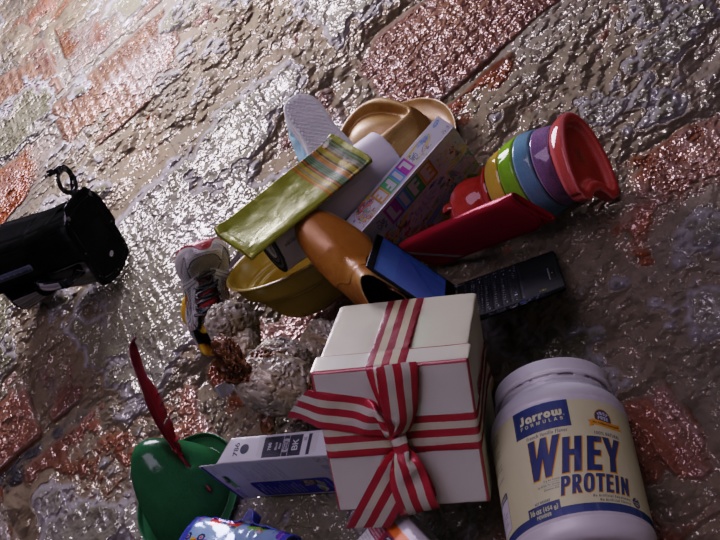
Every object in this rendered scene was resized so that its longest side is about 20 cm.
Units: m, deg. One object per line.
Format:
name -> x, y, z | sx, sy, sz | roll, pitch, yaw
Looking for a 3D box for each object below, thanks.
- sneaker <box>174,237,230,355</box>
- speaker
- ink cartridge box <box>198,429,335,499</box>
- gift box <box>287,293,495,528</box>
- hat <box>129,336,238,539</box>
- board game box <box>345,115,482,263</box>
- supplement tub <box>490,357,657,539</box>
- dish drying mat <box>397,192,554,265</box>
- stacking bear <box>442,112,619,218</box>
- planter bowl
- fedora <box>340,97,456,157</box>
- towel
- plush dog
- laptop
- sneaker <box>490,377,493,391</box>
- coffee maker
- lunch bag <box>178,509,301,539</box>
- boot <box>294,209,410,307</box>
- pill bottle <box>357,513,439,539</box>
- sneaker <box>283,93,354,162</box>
sneaker -> -0.202, 0.035, 1.619 | 0.077, 0.201, 0.083 | -15, 50, -14
speaker -> -0.038, -0.088, 1.504 | 0.199, 0.082, 0.081 | -37, 42, -16
ink cartridge box -> -0.086, 0.233, 1.432 | 0.198, 0.100, 0.040 | -10, 52, 29
gift box -> 0.038, 0.147, 1.249 | 0.197, 0.187, 0.187 | -11, 20, 13
hat -> -0.268, 0.240, 1.505 | 0.165, 0.176, 0.201 | -38, 44, 7
board game box -> 0.069, -0.078, 1.520 | 0.200, 0.134, 0.034 | -49, 49, -4
supplement tub -> 0.207, 0.205, 1.200 | 0.144, 0.145, 0.202 | -23, 48, 21
dish drying mat -> 0.136, -0.046, 1.451 | 0.199, 0.076, 0.018 | -21, 53, 47
stacking bear -> 0.194, -0.101, 1.467 | 0.199, 0.121, 0.115 | -26, 78, 35
planter bowl -> -0.072, 0.004, 1.581 | 0.198, 0.084, 0.201 | -25, 20, 9
fedora -> 0.034, -0.180, 1.660 | 0.198, 0.082, 0.203 | -19, 50, 24
towel -> -0.081, -0.092, 1.454 | 0.199, 0.018, 0.086 | -40, 42, -19
plush dog -> -0.105, 0.130, 1.466 | 0.172, 0.197, 0.163 | -166, 88, -85
laptop -> 0.121, -0.011, 1.375 | 0.198, 0.104, 0.177 | -20, 11, 9
sneaker -> 0.063, 0.106, 1.424 | 0.198, 0.088, 0.076 | 7, 64, 41
coffee maker -> -0.493, -0.051, 1.888 | 0.198, 0.134, 0.195 | -15, 95, 27
lunch bag -> -0.164, 0.371, 1.399 | 0.149, 0.094, 0.202 | 0, 54, 34
boot -> 0.000, 0.001, 1.381 | 0.071, 0.201, 0.144 | -46, -1, 1
pill bottle -> 0.006, 0.354, 1.265 | 0.200, 0.110, 0.109 | -47, 44, -2
sneaker -> -0.042, -0.147, 1.625 | 0.073, 0.082, 0.202 | -21, 59, -5
